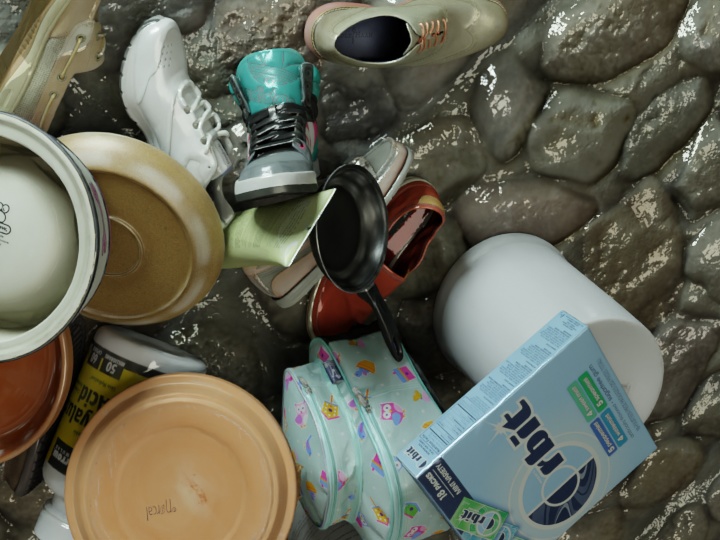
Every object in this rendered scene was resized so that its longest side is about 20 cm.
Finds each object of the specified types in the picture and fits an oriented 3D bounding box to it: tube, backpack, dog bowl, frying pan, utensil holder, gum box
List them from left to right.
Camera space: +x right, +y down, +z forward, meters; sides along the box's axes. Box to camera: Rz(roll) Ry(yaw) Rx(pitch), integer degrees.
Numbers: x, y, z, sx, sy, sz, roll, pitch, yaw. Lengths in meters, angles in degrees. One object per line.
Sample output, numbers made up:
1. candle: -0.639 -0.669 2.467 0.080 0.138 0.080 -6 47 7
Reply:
1. dog bowl: -0.294 -0.029 0.876 0.199 0.074 0.202 1 96 9
2. tube: -0.085 -0.029 0.949 0.052 0.200 0.058 -8 90 -29
3. frying pan: 0.005 -0.015 0.989 0.190 0.031 0.115 54 48 -42
4. backpack: 0.010 0.172 1.048 0.153 0.200 0.176 -19 139 -28
5. gum box: 0.155 0.164 0.974 0.200 0.045 0.170 -39 120 -7
6. utensil holder: 0.186 0.076 1.099 0.169 0.200 0.171 -7 115 -16

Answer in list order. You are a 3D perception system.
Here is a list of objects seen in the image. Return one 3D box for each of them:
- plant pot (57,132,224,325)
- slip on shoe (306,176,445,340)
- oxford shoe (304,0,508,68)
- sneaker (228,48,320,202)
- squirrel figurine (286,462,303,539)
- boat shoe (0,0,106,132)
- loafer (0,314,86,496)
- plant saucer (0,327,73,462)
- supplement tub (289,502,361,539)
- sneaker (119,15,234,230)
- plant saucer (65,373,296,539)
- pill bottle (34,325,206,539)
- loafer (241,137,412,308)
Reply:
1. plant pot: -0.220 -0.027 0.951 0.199 0.028 0.201 3 124 5
2. slip on shoe: 0.014 -0.002 1.079 0.074 0.061 0.200 32 101 -32
3. oxford shoe: 0.053 -0.214 0.992 0.199 0.074 0.071 -12 116 -15
4. sneaker: -0.072 -0.128 0.927 0.083 0.200 0.122 -8 102 2
5. squirrel figurine: -0.133 0.224 1.054 0.141 0.187 0.201 24 98 -18
6. boat shoe: -0.245 -0.194 0.895 0.065 0.072 0.200 26 107 -33
7. loafer: -0.310 0.119 1.017 0.071 0.073 0.201 21 110 10
8. plant saucer: -0.347 0.072 0.948 0.199 0.032 0.202 1 96 9
9. supplement tub: 0.003 0.316 1.136 0.131 0.200 0.133 -8 116 -17
10. sneaker: -0.151 -0.123 0.940 0.075 0.087 0.201 -47 140 -47
11. plant saucer: -0.155 0.190 0.930 0.199 0.032 0.202 0 87 -3
12. pill bottle: -0.229 0.162 1.008 0.111 0.111 0.201 22 89 -27
13. loafer: -0.033 -0.053 1.037 0.063 0.072 0.200 37 99 -24
